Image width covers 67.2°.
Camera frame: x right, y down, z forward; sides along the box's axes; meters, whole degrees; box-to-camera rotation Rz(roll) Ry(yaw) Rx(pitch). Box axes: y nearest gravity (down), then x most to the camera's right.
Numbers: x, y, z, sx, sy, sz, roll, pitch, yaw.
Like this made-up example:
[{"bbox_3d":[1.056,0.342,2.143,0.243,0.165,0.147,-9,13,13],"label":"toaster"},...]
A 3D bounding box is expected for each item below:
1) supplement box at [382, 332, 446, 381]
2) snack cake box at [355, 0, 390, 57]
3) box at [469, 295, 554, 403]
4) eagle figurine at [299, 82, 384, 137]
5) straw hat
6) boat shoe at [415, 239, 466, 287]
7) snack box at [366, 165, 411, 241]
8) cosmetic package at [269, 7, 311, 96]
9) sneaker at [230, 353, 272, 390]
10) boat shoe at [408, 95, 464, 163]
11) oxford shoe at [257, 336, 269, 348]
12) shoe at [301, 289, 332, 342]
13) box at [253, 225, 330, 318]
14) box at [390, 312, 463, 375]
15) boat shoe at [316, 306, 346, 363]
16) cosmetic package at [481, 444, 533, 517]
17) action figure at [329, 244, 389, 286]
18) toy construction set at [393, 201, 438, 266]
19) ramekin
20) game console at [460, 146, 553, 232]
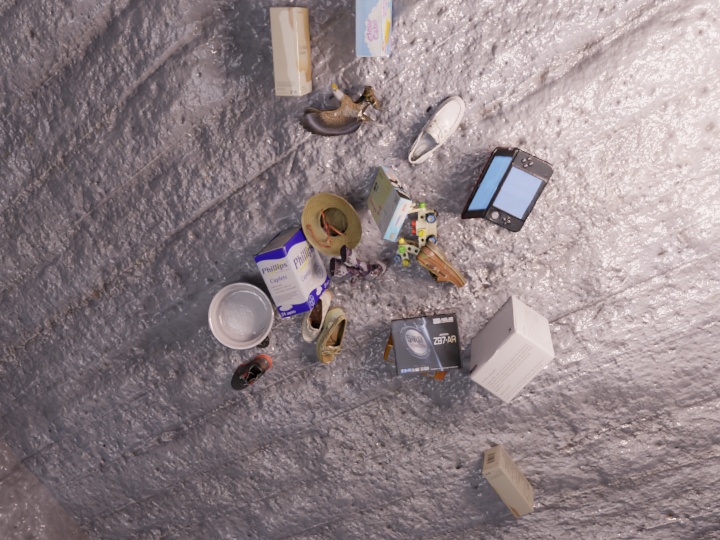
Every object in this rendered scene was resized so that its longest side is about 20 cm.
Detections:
[{"bbox_3d":[0.171,0.263,1.662,0.197,0.067,0.070,22,119,6],"label":"supplement box"},{"bbox_3d":[0.033,-0.616,1.280,0.066,0.115,0.203,6,115,12],"label":"snack cake box"},{"bbox_3d":[0.413,0.215,1.499,0.130,0.201,0.200,33,118,-4],"label":"box"},{"bbox_3d":[-0.048,-0.402,1.387,0.198,0.152,0.152,-33,65,9],"label":"eagle figurine"},{"bbox_3d":[-0.068,-0.146,1.535,0.198,0.085,0.204,14,125,20],"label":"straw hat"},{"bbox_3d":[0.218,-0.004,1.492,0.068,0.072,0.200,-47,125,3],"label":"boat shoe"},{"bbox_3d":[0.071,-0.179,1.422,0.036,0.201,0.117,11,121,-22],"label":"snack box"},{"bbox_3d":[-0.173,-0.551,1.365,0.070,0.106,0.203,5,116,11],"label":"cosmetic package"},{"bbox_3d":[-0.386,0.357,1.846,0.077,0.082,0.200,45,117,-7],"label":"sneaker"},{"bbox_3d":[0.192,-0.350,1.380,0.070,0.069,0.201,37,117,-1],"label":"boat shoe"},{"bbox_3d":[-0.386,0.193,1.789,0.199,0.073,0.085,39,133,0],"label":"oxford shoe"},{"bbox_3d":[-0.146,0.149,1.704,0.069,0.053,0.202,24,117,4],"label":"shoe"},{"bbox_3d":[-0.192,-0.001,1.577,0.103,0.184,0.203,-16,109,22],"label":"box"},{"bbox_3d":[0.195,0.216,1.596,0.196,0.044,0.164,-6,90,6],"label":"box"},{"bbox_3d":[-0.089,0.215,1.698,0.072,0.063,0.203,-4,120,-30],"label":"boat shoe"},{"bbox_3d":[0.474,0.675,1.742,0.071,0.105,0.201,-31,101,26],"label":"cosmetic package"},{"bbox_3d":[0.000,0.000,1.549,0.129,0.070,0.198,-35,143,29],"label":"action figure"},{"bbox_3d":[0.147,-0.111,1.494,0.129,0.093,0.203,1,124,15],"label":"toy construction set"},{"bbox_3d":[-0.368,0.140,1.694,0.196,0.098,0.205,0,87,-6],"label":"ramekin"},{"bbox_3d":[0.372,-0.197,1.372,0.170,0.119,0.202,26,118,3],"label":"game console"}]
